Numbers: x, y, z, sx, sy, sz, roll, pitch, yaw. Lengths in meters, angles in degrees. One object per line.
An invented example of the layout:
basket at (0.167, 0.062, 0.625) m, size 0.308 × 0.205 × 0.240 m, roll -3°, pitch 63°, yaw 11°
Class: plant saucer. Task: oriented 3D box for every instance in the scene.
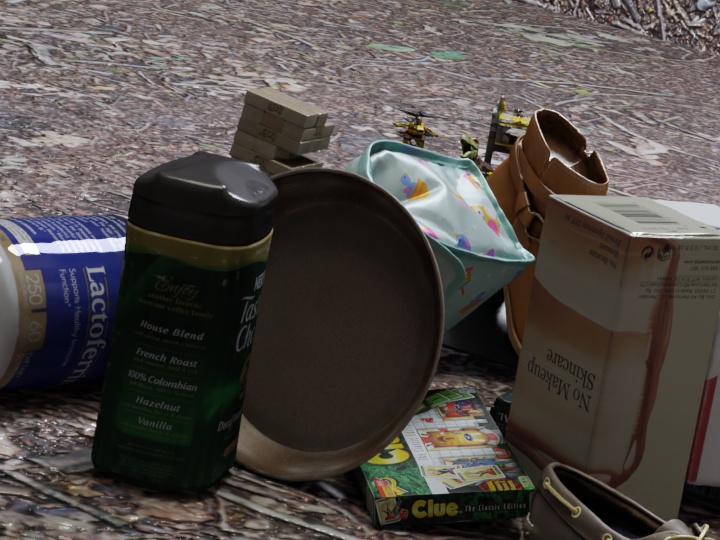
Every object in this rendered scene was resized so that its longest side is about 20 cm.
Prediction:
plant saucer at (-0.029, 0.035, 1.525) m, size 0.200 × 0.201 × 0.032 m, roll 18°, pitch 3°, yaw 30°

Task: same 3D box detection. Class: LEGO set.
LEGO set at (0.110, -0.117, 2.363) m, size 0.199 × 0.116 × 0.154 m, roll 12°, pitch 14°, yaw 10°

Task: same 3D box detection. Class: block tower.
block tower at (-0.076, -0.030, 1.732) m, size 0.058 × 0.201 × 0.054 m, roll 24°, pitch 17°, yaw 20°

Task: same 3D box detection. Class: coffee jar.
coffee jar at (-0.107, 0.030, 1.467) m, size 0.085 × 0.201 × 0.104 m, roll 12°, pitch 15°, yaw 10°

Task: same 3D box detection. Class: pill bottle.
pill bottle at (-0.197, 0.020, 1.619) m, size 0.199 × 0.116 × 0.115 m, roll -5°, pitch 20°, yaw -44°

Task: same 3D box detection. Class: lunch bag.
lunch bag at (0.000, 0.000, 1.644) m, size 0.122 × 0.170 × 0.200 m, roll 58°, pitch 23°, yaw 17°

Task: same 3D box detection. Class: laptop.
laptop at (0.094, 0.038, 1.914) m, size 0.176 × 0.104 × 0.200 m, roll 18°, pitch -13°, yaw -11°

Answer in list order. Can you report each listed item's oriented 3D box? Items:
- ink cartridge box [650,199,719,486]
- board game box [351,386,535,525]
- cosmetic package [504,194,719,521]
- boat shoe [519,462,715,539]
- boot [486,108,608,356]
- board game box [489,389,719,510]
ink cartridge box at (0.235, 0.046, 1.633) m, size 0.083 × 0.146 × 0.200 m, roll 4°, pitch 16°, yaw -17°
board game box at (0.044, 0.119, 1.556) m, size 0.104 × 0.024 × 0.200 m, roll -5°, pitch 16°, yaw -8°
cosmetic package at (0.163, 0.059, 1.539) m, size 0.087 × 0.201 × 0.103 m, roll 0°, pitch 16°, yaw -31°
boat shoe at (0.175, 0.172, 1.390) m, size 0.072 × 0.060 × 0.200 m, roll -3°, pitch 19°, yaw -43°
boot at (0.159, -0.010, 1.798) m, size 0.074 × 0.155 × 0.200 m, roll -19°, pitch 57°, yaw -41°
board game box at (0.207, 0.119, 1.687) m, size 0.199 × 0.028 × 0.135 m, roll 18°, pitch 16°, yaw 27°
